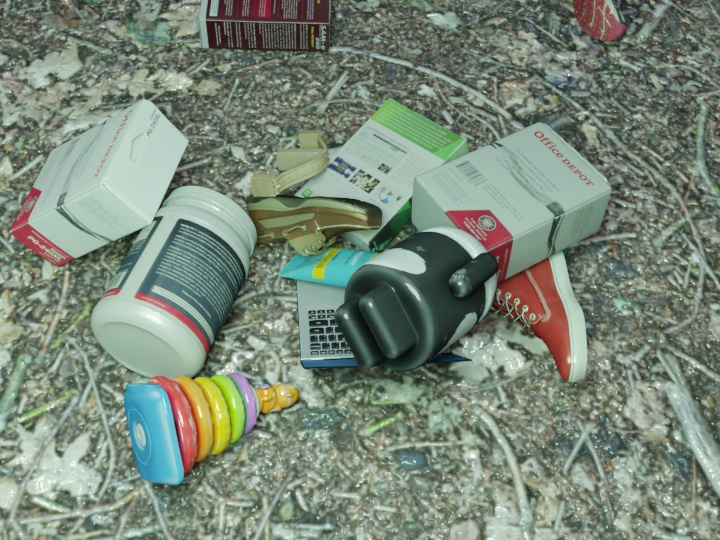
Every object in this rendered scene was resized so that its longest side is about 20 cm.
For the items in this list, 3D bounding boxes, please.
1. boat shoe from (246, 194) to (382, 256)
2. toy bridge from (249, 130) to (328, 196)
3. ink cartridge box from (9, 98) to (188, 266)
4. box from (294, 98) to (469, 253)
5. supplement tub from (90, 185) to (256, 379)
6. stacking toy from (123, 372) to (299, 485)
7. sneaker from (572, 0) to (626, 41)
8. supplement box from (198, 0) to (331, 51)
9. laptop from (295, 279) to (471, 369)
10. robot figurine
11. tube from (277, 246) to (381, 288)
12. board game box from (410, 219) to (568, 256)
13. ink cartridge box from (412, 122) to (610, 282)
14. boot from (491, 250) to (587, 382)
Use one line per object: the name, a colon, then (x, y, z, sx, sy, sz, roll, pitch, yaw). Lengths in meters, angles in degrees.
boat shoe: (-0.060, -0.056, 1.217, 0.198, 0.075, 0.075, 6, 5, 37)
toy bridge: (-0.077, -0.146, 1.278, 0.066, 0.028, 0.200, 1, 26, 18)
ink cartridge box: (-0.321, -0.106, 1.191, 0.198, 0.083, 0.147, -18, 43, 37)
box: (0.029, -0.127, 1.281, 0.144, 0.036, 0.200, 34, 74, 33)
supplement tub: (-0.214, 0.015, 1.141, 0.139, 0.141, 0.201, 17, 55, 9)
stacking toy: (-0.153, 0.156, 1.075, 0.198, 0.116, 0.111, -12, 92, -33)
sneaker: (0.378, -0.450, 1.549, 0.074, 0.081, 0.202, -10, 55, -13)
supplement box: (-0.144, -0.398, 1.493, 0.197, 0.061, 0.110, 1, 55, -1)
laptop: (0.020, 0.054, 1.141, 0.184, 0.117, 0.202, -2, 54, -5)
robot figurine: (0.063, 0.031, 1.037, 0.149, 0.126, 0.199, 21, 34, 32)
tube: (0.000, 0.000, 1.197, 0.198, 0.051, 0.077, 8, 27, 26)
board game box: (0.165, -0.082, 1.291, 0.197, 0.047, 0.152, -4, 54, -6)
ink cartridge box: (0.184, -0.081, 1.195, 0.198, 0.084, 0.146, -25, 54, -20)
boot: (0.193, 0.056, 1.181, 0.142, 0.073, 0.202, -4, 46, -5)
